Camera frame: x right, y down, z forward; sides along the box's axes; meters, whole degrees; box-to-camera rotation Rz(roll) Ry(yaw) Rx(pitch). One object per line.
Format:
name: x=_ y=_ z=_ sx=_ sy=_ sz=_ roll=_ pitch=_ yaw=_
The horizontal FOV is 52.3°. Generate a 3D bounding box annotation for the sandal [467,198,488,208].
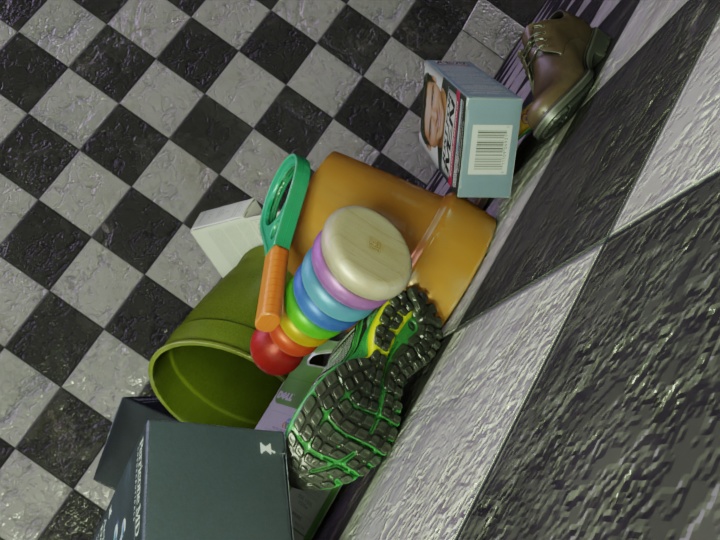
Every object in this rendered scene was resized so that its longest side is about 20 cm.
sandal: x=0.114 y=-0.068 z=0.959 sx=0.201 sy=0.053 sz=0.081 roll=-56 pitch=1 yaw=44

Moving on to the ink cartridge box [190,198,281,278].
ink cartridge box: x=-0.101 y=-0.004 z=0.964 sx=0.173 sy=0.202 sz=0.045 roll=-9 pitch=39 yaw=29

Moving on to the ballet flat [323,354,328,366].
ballet flat: x=-0.071 y=0.210 z=0.958 sx=0.076 sy=0.063 sz=0.204 roll=176 pitch=116 yaw=-82

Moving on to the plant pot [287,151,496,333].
plant pot: x=0.013 y=-0.022 z=0.771 sx=0.202 sy=0.181 sz=0.200 roll=-56 pitch=1 yaw=2

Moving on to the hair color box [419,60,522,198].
hair color box: x=0.113 y=-0.160 z=0.800 sx=0.201 sy=0.059 sz=0.101 roll=-104 pitch=16 yaw=-64

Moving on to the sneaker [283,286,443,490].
sneaker: x=-0.003 y=0.103 z=0.612 sx=0.085 sy=0.078 sz=0.200 roll=-35 pitch=9 yaw=49

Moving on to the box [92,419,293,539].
box: x=-0.129 y=0.228 z=0.530 sx=0.201 sy=0.105 sz=0.151 roll=-56 pitch=33 yaw=39

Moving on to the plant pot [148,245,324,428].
plant pot: x=-0.121 y=0.081 z=0.881 sx=0.201 sy=0.197 sz=0.195 roll=-55 pitch=10 yaw=46

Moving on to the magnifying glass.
magnifying glass: x=-0.075 y=-0.031 z=0.673 sx=0.080 sy=0.022 sz=0.203 roll=-48 pitch=30 yaw=39

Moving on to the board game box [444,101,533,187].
board game box: x=0.171 y=-0.157 z=0.903 sx=0.095 sy=0.030 sz=0.200 roll=-41 pitch=4 yaw=-12

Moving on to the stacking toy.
stacking toy: x=-0.038 y=0.034 z=0.653 sx=0.200 sy=0.085 sz=0.086 roll=-47 pitch=7 yaw=43

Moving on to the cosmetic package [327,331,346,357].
cosmetic package: x=-0.004 y=0.090 z=1.057 sx=0.202 sy=0.080 sz=0.113 roll=-56 pitch=3 yaw=5

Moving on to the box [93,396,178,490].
box: x=-0.220 y=0.260 z=1.016 sx=0.197 sy=0.196 sz=0.120 roll=36 pitch=-108 yaw=-75

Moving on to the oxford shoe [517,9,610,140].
oxford shoe: x=0.186 y=-0.197 z=0.725 sx=0.073 sy=0.084 sz=0.201 roll=-52 pitch=6 yaw=43

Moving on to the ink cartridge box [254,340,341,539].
ink cartridge box: x=-0.055 y=0.168 z=0.706 sx=0.103 sy=0.059 sz=0.202 roll=-1 pitch=52 yaw=54
